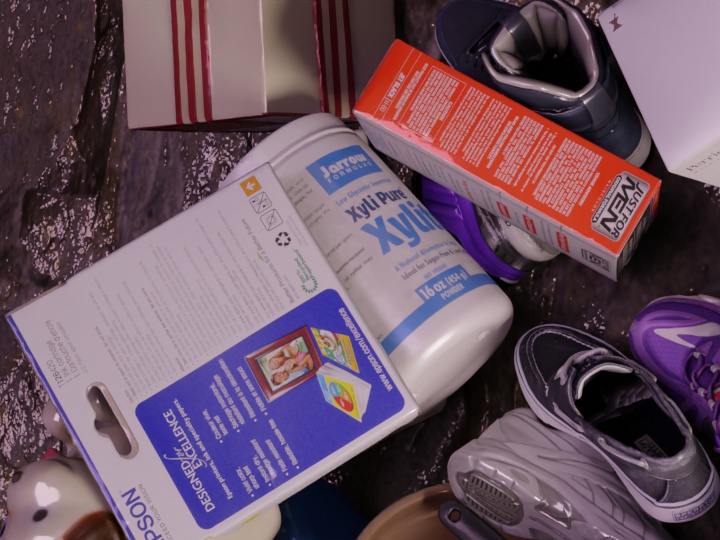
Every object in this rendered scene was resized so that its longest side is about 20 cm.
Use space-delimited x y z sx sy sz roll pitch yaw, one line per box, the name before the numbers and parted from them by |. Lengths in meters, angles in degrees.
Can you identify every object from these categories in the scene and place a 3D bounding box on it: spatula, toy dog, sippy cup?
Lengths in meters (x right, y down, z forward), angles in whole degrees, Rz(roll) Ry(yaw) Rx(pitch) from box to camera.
spatula | 0.129 0.217 1.002 0.200 0.021 0.057 36 83 23
toy dog | -0.158 0.162 1.036 0.139 0.200 0.194 -4 98 42
sippy cup | -0.061 0.230 1.162 0.130 0.178 0.140 -46 36 22

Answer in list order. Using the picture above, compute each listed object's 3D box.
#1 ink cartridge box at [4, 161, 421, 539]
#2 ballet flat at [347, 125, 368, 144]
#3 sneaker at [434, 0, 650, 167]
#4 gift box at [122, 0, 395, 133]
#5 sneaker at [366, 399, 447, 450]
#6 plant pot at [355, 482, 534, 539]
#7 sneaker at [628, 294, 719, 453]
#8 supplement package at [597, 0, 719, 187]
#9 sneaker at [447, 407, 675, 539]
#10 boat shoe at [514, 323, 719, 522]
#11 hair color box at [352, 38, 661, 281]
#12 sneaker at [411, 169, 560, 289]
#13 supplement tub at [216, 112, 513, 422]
ink cartridge box | -0.095 0.062 0.985 0.200 0.047 0.198 -31 76 -3
ballet flat | -0.043 -0.032 1.232 0.200 0.069 0.070 -46 58 31
sneaker | 0.107 -0.158 1.054 0.077 0.146 0.202 -50 57 2
gift box | -0.065 -0.208 1.196 0.200 0.184 0.187 -3 92 36
sneaker | -0.029 0.088 1.189 0.200 0.077 0.111 -31 66 34
plant pot | 0.078 0.253 1.041 0.201 0.201 0.093 59 157 28
sneaker | 0.242 0.083 0.960 0.200 0.083 0.081 45 112 35
supplement package | 0.251 -0.116 0.900 0.114 0.200 0.110 -35 64 32
sneaker | 0.164 0.154 1.022 0.200 0.099 0.078 34 144 15
boat shoe | 0.157 0.082 0.989 0.072 0.068 0.200 -32 38 -5
hair color box | 0.100 -0.072 1.021 0.200 0.102 0.061 31 86 12
sneaker | 0.063 -0.067 1.136 0.100 0.070 0.200 -42 60 31
supplement tub | 0.000 0.000 1.077 0.200 0.132 0.132 48 115 18
